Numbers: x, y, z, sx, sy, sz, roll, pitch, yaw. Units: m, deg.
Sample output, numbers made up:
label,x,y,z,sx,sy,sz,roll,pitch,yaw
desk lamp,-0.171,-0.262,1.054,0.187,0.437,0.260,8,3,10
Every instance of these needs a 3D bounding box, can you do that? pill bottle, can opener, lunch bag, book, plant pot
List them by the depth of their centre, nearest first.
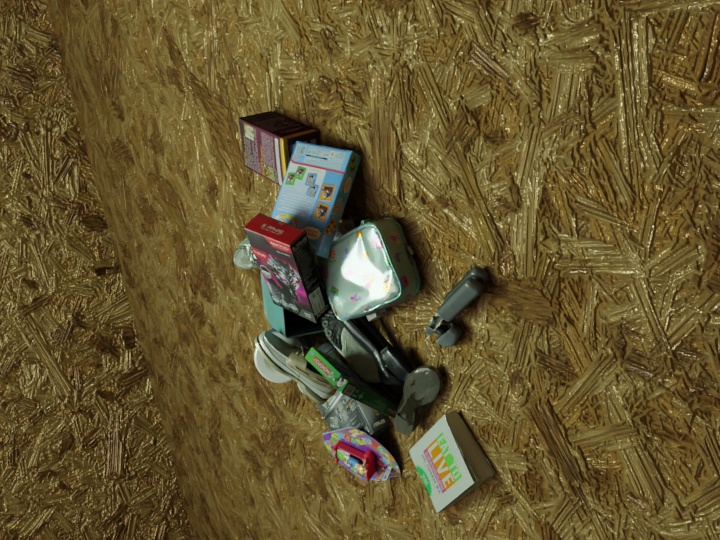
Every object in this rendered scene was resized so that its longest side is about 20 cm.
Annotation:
label,x,y,z,sx,sy,sz,roll,pitch,yaw
can opener,0.166,0.067,1.316,0.067,0.053,0.200,34,145,-1
lunch bag,0.015,-0.005,1.452,0.199,0.077,0.162,-26,80,44
book,0.164,0.360,1.484,0.134,0.048,0.200,63,152,23
can opener,0.033,0.146,1.545,0.200,0.063,0.079,47,126,22
plant pot,-0.138,0.052,1.713,0.200,0.140,0.143,9,106,64
pill bottle,-0.162,0.169,1.767,0.200,0.113,0.115,-58,-46,-78

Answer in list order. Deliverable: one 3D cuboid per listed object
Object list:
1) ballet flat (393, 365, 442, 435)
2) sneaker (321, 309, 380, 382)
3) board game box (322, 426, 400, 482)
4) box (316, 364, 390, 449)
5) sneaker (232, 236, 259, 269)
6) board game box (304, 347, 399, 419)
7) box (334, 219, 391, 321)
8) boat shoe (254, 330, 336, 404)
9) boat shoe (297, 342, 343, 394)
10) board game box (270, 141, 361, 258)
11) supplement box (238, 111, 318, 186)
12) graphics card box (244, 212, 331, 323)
label,x,y,z,sx,sy,sz,roll,pitch,yaw
ballet flat,0.112,0.241,1.502,0.067,0.046,0.201,33,135,16
sneaker,-0.013,0.144,1.612,0.072,0.072,0.201,-38,76,12
board game box,-0.010,0.415,1.721,0.158,0.039,0.200,48,143,-12
box,-0.019,0.319,1.760,0.159,0.048,0.200,60,149,21
sneaker,-0.195,-0.045,1.693,0.199,0.085,0.078,-16,106,27
board game box,-0.006,0.228,1.571,0.029,0.200,0.134,-55,43,0
box,0.000,0.000,1.554,0.041,0.038,0.201,-35,75,58
boat shoe,-0.125,0.186,1.624,0.200,0.075,0.068,41,114,-12
boat shoe,-0.087,0.230,1.715,0.062,0.072,0.200,49,150,18
board game box,-0.093,-0.137,1.500,0.151,0.037,0.201,17,86,39
supplement box,-0.170,-0.254,1.650,0.200,0.085,0.111,32,133,48
graphics card box,-0.135,-0.003,1.489,0.125,0.051,0.201,21,143,35
